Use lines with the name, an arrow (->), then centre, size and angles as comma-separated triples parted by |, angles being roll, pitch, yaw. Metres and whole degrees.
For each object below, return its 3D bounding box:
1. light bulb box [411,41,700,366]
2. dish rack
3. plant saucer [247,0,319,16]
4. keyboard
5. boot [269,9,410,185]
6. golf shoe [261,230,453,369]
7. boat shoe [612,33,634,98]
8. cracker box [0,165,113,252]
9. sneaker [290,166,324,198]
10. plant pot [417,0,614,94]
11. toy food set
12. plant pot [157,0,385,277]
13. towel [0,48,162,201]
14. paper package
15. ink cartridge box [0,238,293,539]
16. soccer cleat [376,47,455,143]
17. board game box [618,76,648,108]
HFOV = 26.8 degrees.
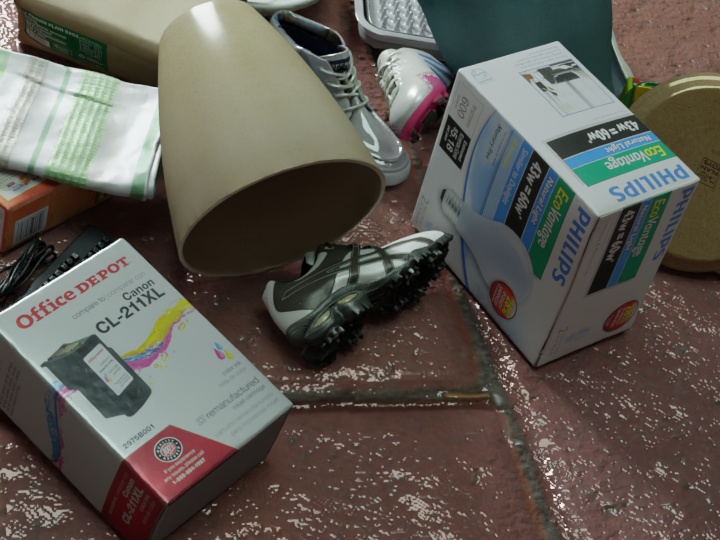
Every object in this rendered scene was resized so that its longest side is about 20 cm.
light bulb box -> 0.168, -0.060, 1.358 | 0.124, 0.199, 0.200 | -20, 54, -30
dish rack -> 0.069, -0.299, 1.670 | 0.171, 0.044, 0.201 | 8, 45, -12
plant saucer -> -0.126, -0.327, 1.628 | 0.199, 0.050, 0.201 | 10, 45, -10
keyboard -> -0.261, 0.023, 1.251 | 0.104, 0.040, 0.200 | 27, 44, 8
boot -> -0.025, -0.171, 1.476 | 0.200, 0.096, 0.073 | 37, 47, 18
golf shoe -> 0.000, 0.000, 1.332 | 0.094, 0.078, 0.200 | 40, 47, 21
boat shoe -> 0.236, -0.235, 1.642 | 0.062, 0.075, 0.201 | 6, 52, -35
cracker box -> -0.330, -0.118, 1.351 | 0.200, 0.058, 0.134 | 40, 46, 20
sneaker -> -0.072, -0.133, 1.443 | 0.082, 0.074, 0.200 | -24, 67, -34
plant pot -> 0.168, -0.244, 1.522 | 0.200, 0.200, 0.189 | -28, 104, -37
toy food set -> 0.336, -0.097, 1.474 | 0.199, 0.199, 0.049 | 9, 7, -2
plant pot -> -0.101, -0.127, 1.310 | 0.186, 0.187, 0.201 | -12, 67, -28
towel -> -0.267, -0.136, 1.329 | 0.199, 0.031, 0.150 | 15, 40, -8
paper package -> -0.215, -0.285, 1.480 | 0.199, 0.104, 0.191 | 22, 67, 2
ink cartridge box -> -0.177, 0.093, 1.163 | 0.200, 0.083, 0.146 | 43, 49, 13
soccer cleat -> 0.044, -0.178, 1.486 | 0.086, 0.070, 0.200 | 39, 15, 0
board game box -> 0.351, -0.121, 1.546 | 0.199, 0.102, 0.048 | 14, 45, -4
